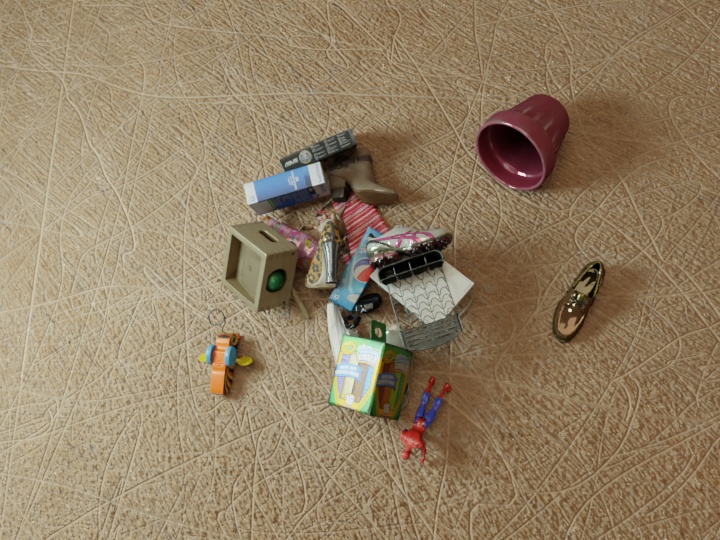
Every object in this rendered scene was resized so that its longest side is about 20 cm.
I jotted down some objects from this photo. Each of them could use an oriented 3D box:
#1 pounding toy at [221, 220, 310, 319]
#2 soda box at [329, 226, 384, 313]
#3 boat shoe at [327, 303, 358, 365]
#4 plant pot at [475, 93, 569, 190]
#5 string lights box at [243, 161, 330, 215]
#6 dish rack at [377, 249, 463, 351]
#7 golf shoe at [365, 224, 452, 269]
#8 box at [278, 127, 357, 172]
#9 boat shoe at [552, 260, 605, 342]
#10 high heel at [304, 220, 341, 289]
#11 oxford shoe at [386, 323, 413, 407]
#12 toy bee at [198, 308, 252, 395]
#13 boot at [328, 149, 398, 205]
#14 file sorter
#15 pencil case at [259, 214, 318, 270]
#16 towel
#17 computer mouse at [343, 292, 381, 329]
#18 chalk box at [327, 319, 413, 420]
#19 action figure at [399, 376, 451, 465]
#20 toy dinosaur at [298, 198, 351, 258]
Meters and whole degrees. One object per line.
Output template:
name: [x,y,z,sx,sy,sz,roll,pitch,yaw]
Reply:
pounding toy: [-0.220,0.007,1.645,0.199,0.141,0.186,35,123,35]
soda box: [0.000,0.000,1.644,0.064,0.068,0.201,28,84,5]
boat shoe: [-0.034,0.171,1.607,0.068,0.072,0.202,-11,65,-9]
plant pot: [0.411,-0.327,1.648,0.199,0.201,0.179,35,64,21]
string lights box: [-0.181,-0.203,1.694,0.198,0.103,0.060,-16,78,3]
dish rack: [0.135,0.070,1.481,0.152,0.055,0.202,-19,68,7]
golf shoe: [0.107,-0.071,1.529,0.198,0.073,0.093,-14,66,8]
box: [-0.107,-0.305,1.748,0.198,0.160,0.045,-23,96,3]
boat shoe: [0.494,0.065,1.538,0.071,0.068,0.201,24,77,17]
high heel: [-0.088,-0.032,1.595,0.071,0.200,0.144,3,81,-19]
oxford shoe: [0.085,0.218,1.569,0.074,0.058,0.202,-4,68,12]
toy bee: [-0.321,0.196,1.646,0.130,0.109,0.202,25,101,11]
boot: [0.009,-0.245,1.737,0.198,0.070,0.148,2,63,14]
file sorter: [0.149,0.042,1.585,0.200,0.125,0.139,40,82,22]
pencil case: [-0.178,-0.067,1.716,0.199,0.088,0.088,26,76,20]
towel: [-0.013,-0.110,1.730,0.144,0.023,0.201,-31,67,-2]
computer mouse: [0.007,0.100,1.575,0.058,0.200,0.034,-8,106,22]
chalk box: [0.029,0.214,1.492,0.123,0.124,0.202,8,81,38]
action figure: [0.139,0.349,1.512,0.065,0.100,0.201,20,52,20]
toy dinosaur: [-0.061,-0.093,1.662,0.086,0.200,0.136,-41,96,25]
